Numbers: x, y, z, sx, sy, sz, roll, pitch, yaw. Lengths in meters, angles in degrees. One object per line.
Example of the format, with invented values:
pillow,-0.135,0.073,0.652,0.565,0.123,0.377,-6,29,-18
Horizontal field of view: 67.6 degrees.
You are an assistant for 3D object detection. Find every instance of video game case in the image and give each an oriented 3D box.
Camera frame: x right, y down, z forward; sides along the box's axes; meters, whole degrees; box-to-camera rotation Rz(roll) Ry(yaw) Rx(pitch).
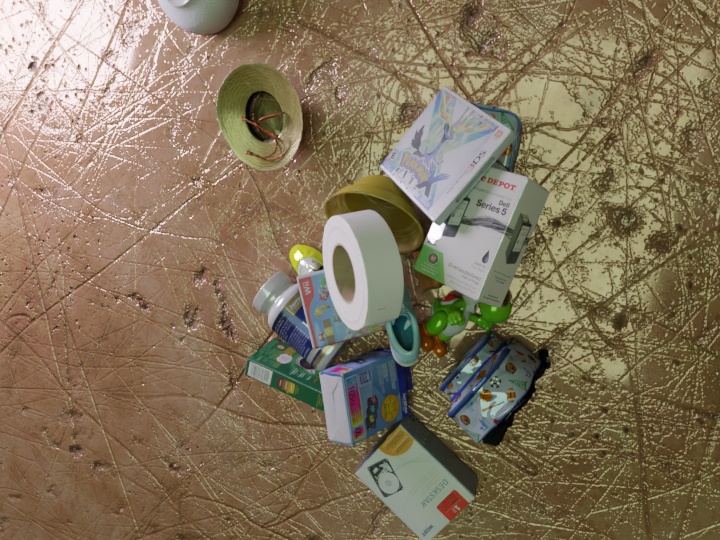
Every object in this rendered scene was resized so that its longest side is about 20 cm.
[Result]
video game case,0.137,-0.198,0.905,0.183,0.022,0.201,-49,43,13
video game case,-0.014,0.057,1.048,0.196,0.017,0.146,-14,78,-6

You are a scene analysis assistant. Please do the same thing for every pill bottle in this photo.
pill bottle,-0.117,0.101,1.102,0.199,0.116,0.116,39,107,8

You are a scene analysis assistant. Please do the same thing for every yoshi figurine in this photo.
yoshi figurine,0.204,0.091,1.015,0.112,0.113,0.200,44,105,-10

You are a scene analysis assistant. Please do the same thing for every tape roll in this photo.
tape roll,0.000,0.000,0.945,0.069,0.202,0.207,-11,96,-23

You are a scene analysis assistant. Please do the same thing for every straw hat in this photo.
straw hat,-0.186,-0.310,1.081,0.197,0.085,0.205,7,112,16

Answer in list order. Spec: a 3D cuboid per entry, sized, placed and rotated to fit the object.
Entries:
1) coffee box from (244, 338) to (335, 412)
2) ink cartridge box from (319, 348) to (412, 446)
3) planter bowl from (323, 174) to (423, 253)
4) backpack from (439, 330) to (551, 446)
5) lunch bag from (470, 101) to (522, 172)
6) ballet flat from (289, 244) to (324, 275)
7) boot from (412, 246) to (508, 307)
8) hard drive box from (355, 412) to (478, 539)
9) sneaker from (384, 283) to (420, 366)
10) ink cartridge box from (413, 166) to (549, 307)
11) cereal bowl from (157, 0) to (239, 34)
coffee box,-0.127,0.215,1.115,0.197,0.123,0.045,20,108,13
ink cartridge box,0.022,0.237,1.057,0.075,0.198,0.140,-2,98,44
planter bowl,0.036,-0.120,1.018,0.196,0.201,0.085,15,66,14
backpack,0.235,0.211,0.972,0.153,0.190,0.202,34,107,9
lunch bag,0.203,-0.207,0.984,0.157,0.075,0.204,15,103,17
ballet flat,-0.075,0.019,1.103,0.199,0.067,0.067,41,107,8
boot,0.176,0.004,0.978,0.153,0.077,0.203,-24,53,18
hard drive box,0.115,0.418,1.097,0.199,0.077,0.157,41,107,7
sneaker,0.071,0.071,0.995,0.072,0.082,0.203,-17,72,-10
ink cartridge box,0.195,-0.064,0.882,0.144,0.083,0.204,28,99,44
cereal bowl,-0.338,-0.573,1.061,0.196,0.083,0.204,12,120,21
